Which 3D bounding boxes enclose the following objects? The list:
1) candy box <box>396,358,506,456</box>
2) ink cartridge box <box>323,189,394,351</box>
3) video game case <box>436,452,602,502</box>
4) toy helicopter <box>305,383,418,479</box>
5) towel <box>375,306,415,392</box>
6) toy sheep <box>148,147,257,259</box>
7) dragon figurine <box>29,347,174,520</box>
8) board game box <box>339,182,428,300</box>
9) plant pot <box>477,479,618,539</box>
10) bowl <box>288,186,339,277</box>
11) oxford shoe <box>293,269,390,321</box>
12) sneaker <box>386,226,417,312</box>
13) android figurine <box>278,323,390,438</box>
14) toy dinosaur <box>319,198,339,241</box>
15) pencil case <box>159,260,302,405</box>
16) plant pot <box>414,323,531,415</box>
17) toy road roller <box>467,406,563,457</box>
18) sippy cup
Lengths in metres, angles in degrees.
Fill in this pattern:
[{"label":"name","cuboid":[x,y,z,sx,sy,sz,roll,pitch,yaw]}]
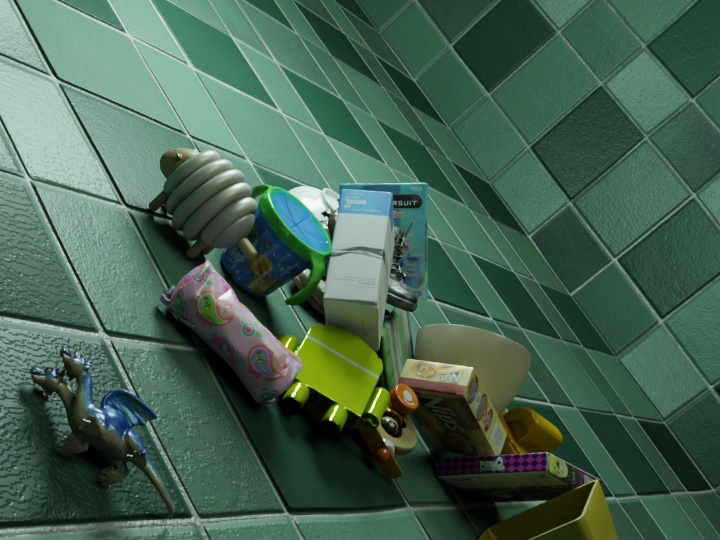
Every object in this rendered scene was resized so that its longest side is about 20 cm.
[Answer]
[{"label":"candy box","cuboid":[0.145,0.219,1.760,0.055,0.115,0.200,-66,146,-31]},{"label":"ink cartridge box","cuboid":[0.000,0.000,1.710,0.145,0.084,0.201,86,11,-57]},{"label":"video game case","cuboid":[0.252,0.329,1.781,0.181,0.199,0.036,31,58,-44]},{"label":"toy helicopter","cuboid":[0.004,0.222,1.626,0.200,0.079,0.133,21,40,-36]},{"label":"towel","cuboid":[0.053,0.142,1.842,0.200,0.031,0.150,-44,127,-71]},{"label":"toy sheep","cuboid":[-0.216,-0.094,1.615,0.200,0.138,0.138,50,17,2]},{"label":"dragon figurine","cuboid":[-0.246,0.160,1.134,0.200,0.059,0.100,41,20,-21]},{"label":"board game box","cuboid":[0.040,-0.049,1.944,0.047,0.150,0.201,-11,101,-80]},{"label":"plant pot","cuboid":[0.287,0.445,1.635,0.177,0.200,0.200,63,19,4]},{"label":"bowl","cuboid":[-0.065,-0.084,2.035,0.201,0.090,0.201,43,18,-18]},{"label":"oxford shoe","cuboid":[-0.032,0.042,1.874,0.200,0.074,0.071,36,21,-36]},{"label":"sneaker","cuboid":[0.041,-0.011,1.840,0.076,0.115,0.199,24,10,-36]},{"label":"android figurine","cuboid":[-0.041,0.148,1.588,0.182,0.041,0.200,29,34,-2]},{"label":"toy dinosaur","cuboid":[-0.055,-0.065,1.896,0.077,0.199,0.103,83,-9,-57]},{"label":"pencil case","cuboid":[-0.165,0.082,1.461,0.200,0.087,0.087,47,17,-5]},{"label":"plant pot","cuboid":[0.177,0.189,1.894,0.200,0.200,0.135,33,63,-41]},{"label":"toy road roller","cuboid":[0.262,0.284,1.960,0.123,0.146,0.200,38,21,-32]},{"label":"sippy cup","cuboid":[-0.134,-0.033,1.691,0.140,0.130,0.178,39,20,-24]}]
